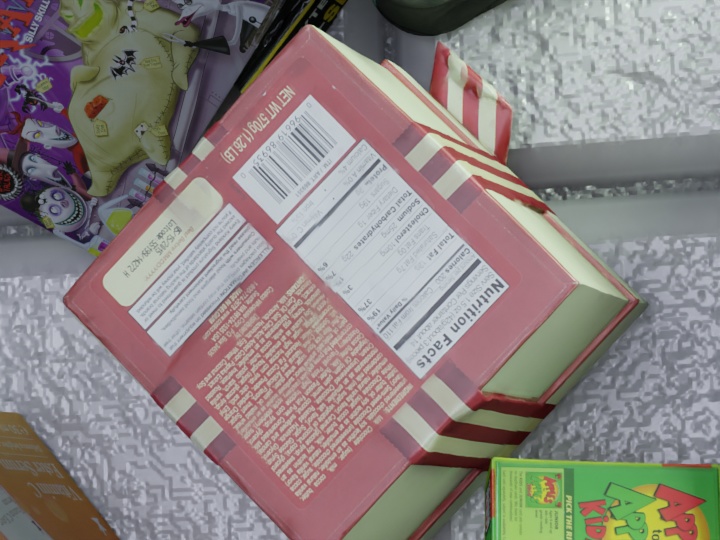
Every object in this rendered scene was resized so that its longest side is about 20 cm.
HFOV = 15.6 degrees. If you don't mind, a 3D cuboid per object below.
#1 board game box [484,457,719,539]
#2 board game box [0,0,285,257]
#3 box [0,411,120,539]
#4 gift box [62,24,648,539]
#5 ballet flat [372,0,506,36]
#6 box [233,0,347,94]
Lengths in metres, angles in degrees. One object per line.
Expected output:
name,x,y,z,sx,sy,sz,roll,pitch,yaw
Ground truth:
board game box,0.104,0.183,1.123,0.101,0.048,0.201,2,69,-2
board game box,-0.117,-0.100,1.194,0.120,0.032,0.200,30,127,-6
box,-0.162,0.167,1.188,0.106,0.152,0.200,-43,75,7
gift box,0.000,0.000,1.139,0.184,0.187,0.200,-42,76,8
ballet flat,0.091,-0.169,1.192,0.200,0.068,0.068,-33,75,11
box,-0.074,-0.201,1.256,0.200,0.049,0.160,40,94,16
